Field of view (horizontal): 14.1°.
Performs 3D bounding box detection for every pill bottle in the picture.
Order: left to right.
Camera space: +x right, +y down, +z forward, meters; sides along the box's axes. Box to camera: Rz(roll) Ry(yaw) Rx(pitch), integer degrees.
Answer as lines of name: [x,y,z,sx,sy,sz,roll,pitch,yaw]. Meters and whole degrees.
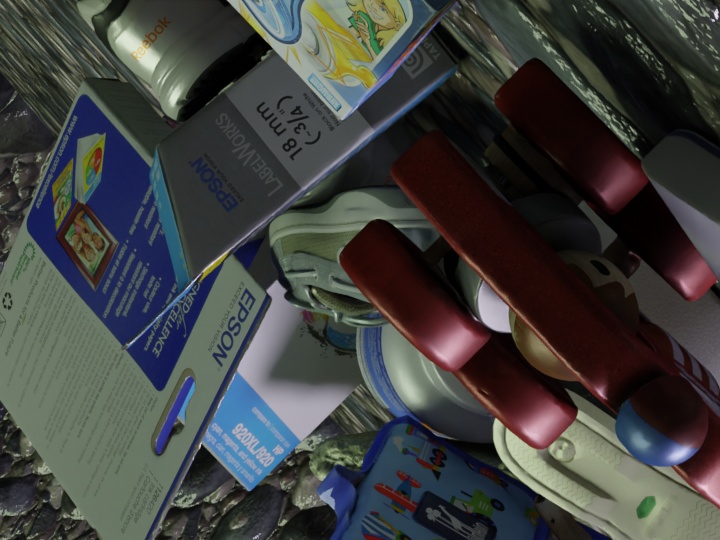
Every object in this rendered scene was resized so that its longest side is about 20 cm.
pill bottle: [0.062,0.037,1.566,0.112,0.112,0.200,47,175,-3]

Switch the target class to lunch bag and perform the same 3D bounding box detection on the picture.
lunch bag: [0.058,0.167,1.476,0.200,0.094,0.151,39,-151,-7]

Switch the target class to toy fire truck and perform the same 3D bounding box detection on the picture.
toy fire truck: [0.095,0.025,1.111,0.168,0.112,0.200,48,-175,38]

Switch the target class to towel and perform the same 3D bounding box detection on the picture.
towel: [0.085,0.116,1.647,0.200,0.037,0.148,6,-177,31]

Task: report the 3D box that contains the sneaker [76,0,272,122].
sneaker: [-0.075,-0.132,1.407,0.080,0.074,0.200,41,-164,2]

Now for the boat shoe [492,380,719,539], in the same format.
boat shoe: [0.155,0.110,1.364,0.200,0.072,0.068,40,-148,-2]

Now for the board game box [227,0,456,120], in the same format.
board game box: [-0.047,-0.164,1.197,0.200,0.034,0.135,46,157,1]

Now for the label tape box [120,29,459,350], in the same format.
label tape box: [-0.054,-0.050,1.376,0.063,0.200,0.144,50,174,-1]

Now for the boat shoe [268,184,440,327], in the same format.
boat shoe: [0.002,0.000,1.450,0.074,0.065,0.202,3,172,-19]

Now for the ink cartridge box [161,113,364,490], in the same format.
ink cartridge box: [-0.060,-0.008,1.714,0.147,0.200,0.145,43,175,35]

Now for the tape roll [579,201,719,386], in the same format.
tape roll: [0.131,0.025,1.362,0.203,0.037,0.203,47,175,6]

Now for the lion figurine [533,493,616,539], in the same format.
lion figurine: [0.122,0.174,1.397,0.123,0.200,0.072,50,138,-10]

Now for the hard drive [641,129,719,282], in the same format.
hard drive: [0.191,0.041,1.092,0.200,0.025,0.132,51,173,-38]

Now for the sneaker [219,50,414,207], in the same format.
sneaker: [-0.028,-0.091,1.553,0.099,0.078,0.200,17,-150,-40]

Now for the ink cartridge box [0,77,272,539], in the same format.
ink cartridge box: [-0.124,0.031,1.582,0.047,0.198,0.200,-2,-141,-44]
